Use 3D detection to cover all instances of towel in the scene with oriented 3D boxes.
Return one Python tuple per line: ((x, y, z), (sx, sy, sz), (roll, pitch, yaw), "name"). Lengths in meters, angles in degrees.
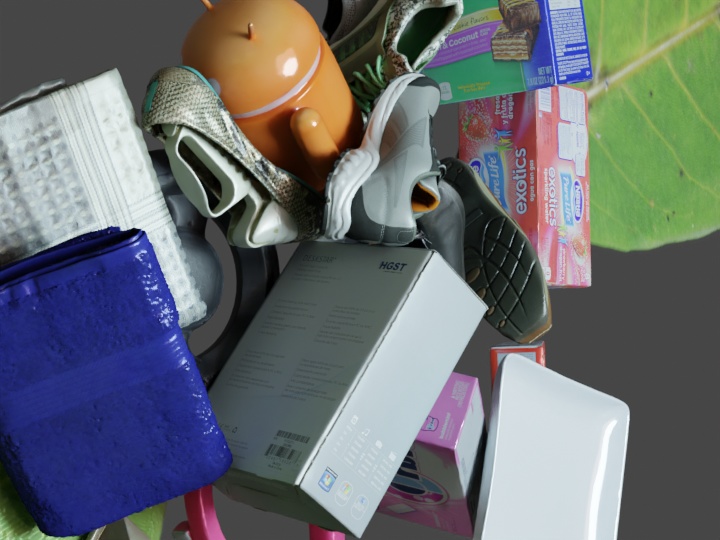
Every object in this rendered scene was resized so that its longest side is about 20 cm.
((-0.181, 0.075, 0.985), (0.147, 0.050, 0.200), (-20, 118, -4), "towel")
((-0.217, -0.020, 1.009), (0.192, 0.035, 0.201), (-27, 110, -29), "towel")

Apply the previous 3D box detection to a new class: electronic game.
((-0.140, 0.008, 1.117), (0.200, 0.042, 0.201), (2, 86, -42), "electronic game")

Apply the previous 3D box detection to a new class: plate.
((0.157, 0.189, 1.251), (0.199, 0.032, 0.201), (24, 70, -45), "plate")

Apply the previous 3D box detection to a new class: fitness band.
((-0.079, 0.197, 1.185), (0.144, 0.037, 0.200), (-54, 128, -38), "fitness band")

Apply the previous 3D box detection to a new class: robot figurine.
((-0.069, -0.135, 1.145), (0.200, 0.116, 0.144), (61, 27, -47), "robot figurine")

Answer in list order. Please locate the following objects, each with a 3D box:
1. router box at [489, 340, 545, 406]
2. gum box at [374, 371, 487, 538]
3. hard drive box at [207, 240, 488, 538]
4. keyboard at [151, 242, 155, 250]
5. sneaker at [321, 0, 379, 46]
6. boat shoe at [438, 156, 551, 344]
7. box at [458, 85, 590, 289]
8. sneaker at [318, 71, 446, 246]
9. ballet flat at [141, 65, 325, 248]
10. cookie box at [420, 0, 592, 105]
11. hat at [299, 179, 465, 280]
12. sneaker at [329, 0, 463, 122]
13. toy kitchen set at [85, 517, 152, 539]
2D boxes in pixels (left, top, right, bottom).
((0.153, 0.158, 1.387), (0.200, 0.049, 0.180), (8, 80, -83), "router box")
((0.043, 0.148, 1.222), (0.200, 0.113, 0.066), (74, 32, -57), "gum box")
((-0.023, 0.080, 1.086), (0.077, 0.156, 0.200), (45, 66, -34), "hard drive box")
((-0.174, 0.077, 1.030), (0.056, 0.011, 0.201), (-11, 121, -38), "keyboard")
((-0.001, -0.194, 1.303), (0.082, 0.075, 0.201), (-16, 107, -15), "sneaker")
((0.126, -0.019, 1.367), (0.074, 0.076, 0.200), (30, 30, -55), "boat shoe")
((0.163, -0.082, 1.455), (0.102, 0.094, 0.201), (2, 86, -51), "box")
((0.032, -0.081, 1.130), (0.200, 0.079, 0.074), (-64, 168, -47), "sneaker")
((-0.094, -0.063, 1.083), (0.200, 0.068, 0.075), (46, 48, -36), "ballet flat")
((0.109, -0.259, 1.345), (0.075, 0.171, 0.201), (-17, 100, -53), "cookie box")
((0.000, 0.000, 1.250), (0.200, 0.081, 0.201), (-14, 113, -35), "hat")
((0.015, -0.170, 1.227), (0.077, 0.089, 0.200), (35, 99, -21), "sneaker")
((-0.125, 0.263, 1.008), (0.200, 0.180, 0.163), (53, 49, -40), "toy kitchen set")
